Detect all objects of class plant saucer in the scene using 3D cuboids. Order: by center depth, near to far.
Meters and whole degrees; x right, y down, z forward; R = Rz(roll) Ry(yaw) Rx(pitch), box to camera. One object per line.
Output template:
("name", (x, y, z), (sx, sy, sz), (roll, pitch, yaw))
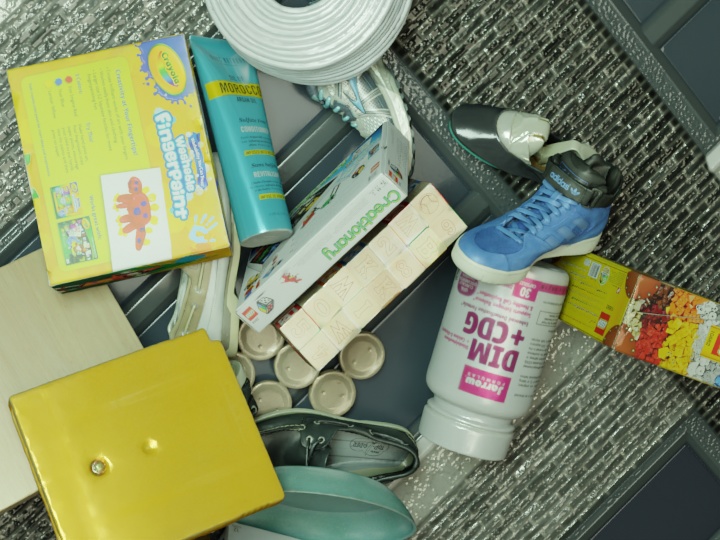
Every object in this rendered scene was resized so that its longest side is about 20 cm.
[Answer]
("plant saucer", (-0.042, 0.230, 1.368), (0.198, 0.200, 0.036), (14, 64, -17))

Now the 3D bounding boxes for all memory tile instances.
("memory tile", (-0.080, 0.115, 1.408), (0.153, 0.017, 0.200), (39, 89, -18))

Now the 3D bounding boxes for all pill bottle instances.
("pill bottle", (0.132, 0.082, 1.405), (0.113, 0.113, 0.202), (14, 97, -17))

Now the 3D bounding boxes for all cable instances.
("cable", (-0.048, -0.275, 1.275), (0.200, 0.069, 0.200), (40, 95, 12))

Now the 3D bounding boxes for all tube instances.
("tube", (-0.110, -0.124, 1.296), (0.077, 0.050, 0.202), (1, 71, -53))

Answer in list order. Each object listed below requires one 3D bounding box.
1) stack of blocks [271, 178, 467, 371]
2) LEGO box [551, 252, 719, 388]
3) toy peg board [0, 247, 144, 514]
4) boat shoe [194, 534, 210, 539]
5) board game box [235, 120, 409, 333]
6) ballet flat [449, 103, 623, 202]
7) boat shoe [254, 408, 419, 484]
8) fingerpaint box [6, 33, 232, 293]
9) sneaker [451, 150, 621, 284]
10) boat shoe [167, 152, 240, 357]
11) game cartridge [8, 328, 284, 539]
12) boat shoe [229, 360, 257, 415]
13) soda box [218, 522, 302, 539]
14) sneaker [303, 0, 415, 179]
("stack of blocks", (0.000, 0.000, 1.349), (0.200, 0.115, 0.059), (-44, 104, -6))
("LEGO box", (0.287, 0.044, 1.394), (0.148, 0.200, 0.078), (20, 95, -17))
("toy peg board", (-0.308, 0.106, 1.290), (0.198, 0.098, 0.201), (-28, 79, -22))
("boat shoe", (-0.220, 0.217, 1.366), (0.069, 0.074, 0.201), (-30, 99, 10))
("board game box", (-0.035, -0.042, 1.296), (0.035, 0.127, 0.200), (41, 113, -17))
("ballet flat", (0.186, -0.122, 1.400), (0.199, 0.073, 0.073), (28, 93, -19))
("boat shoe", (-0.032, 0.187, 1.391), (0.198, 0.066, 0.075), (9, 100, -16))
("fingerpaint box", (-0.218, -0.096, 1.263), (0.165, 0.073, 0.202), (-13, 84, -5))
("sneaker", (0.174, -0.059, 1.323), (0.199, 0.077, 0.112), (-14, 135, -39))
("boat shoe", (-0.152, -0.015, 1.333), (0.068, 0.075, 0.202), (0, 95, -10))
("game cartridge", (-0.190, 0.161, 1.233), (0.199, 0.032, 0.177), (-18, 75, -23))
("boat shoe", (-0.158, 0.179, 1.317), (0.066, 0.074, 0.200), (59, 41, -32))
("soda box", (-0.055, 0.325, 1.418), (0.199, 0.068, 0.064), (18, 128, -17))
("sneaker", (-0.006, -0.175, 1.350), (0.086, 0.078, 0.201), (-21, 98, 2))
